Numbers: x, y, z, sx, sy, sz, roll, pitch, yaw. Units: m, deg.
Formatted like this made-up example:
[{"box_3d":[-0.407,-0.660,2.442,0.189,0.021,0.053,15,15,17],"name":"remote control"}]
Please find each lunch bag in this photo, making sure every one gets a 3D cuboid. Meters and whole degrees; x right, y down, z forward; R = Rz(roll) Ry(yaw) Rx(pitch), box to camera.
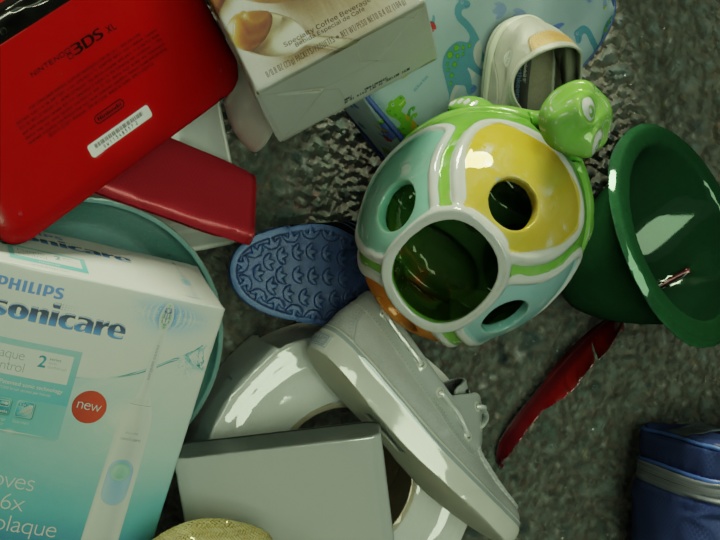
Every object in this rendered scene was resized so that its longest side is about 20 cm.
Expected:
[{"box_3d":[0.308,0.174,1.085,0.199,0.136,0.133,6,93,-19],"name":"lunch bag"},{"box_3d":[0.070,-0.168,0.989,0.200,0.082,0.161,-50,127,-8],"name":"lunch bag"}]

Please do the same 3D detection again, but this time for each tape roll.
[{"box_3d":[-0.022,0.137,1.011,0.201,0.071,0.204,-2,96,-17],"name":"tape roll"}]

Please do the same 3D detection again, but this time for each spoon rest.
[{"box_3d":[-0.052,-0.177,0.968,0.060,0.099,0.201,9,81,-16],"name":"spoon rest"}]

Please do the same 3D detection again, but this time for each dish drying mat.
[{"box_3d":[-0.160,-0.072,0.924,0.199,0.077,0.018,19,130,-18],"name":"dish drying mat"}]

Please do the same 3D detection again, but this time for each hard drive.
[{"box_3d":[-0.041,0.200,0.946,0.131,0.026,0.201,-7,109,1],"name":"hard drive"}]

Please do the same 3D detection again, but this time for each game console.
[{"box_3d":[-0.205,-0.136,0.891,0.200,0.118,0.173,-41,115,-30],"name":"game console"}]

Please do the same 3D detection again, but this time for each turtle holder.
[{"box_3d":[0.082,-0.028,0.884,0.185,0.132,0.142,-17,105,22],"name":"turtle holder"}]

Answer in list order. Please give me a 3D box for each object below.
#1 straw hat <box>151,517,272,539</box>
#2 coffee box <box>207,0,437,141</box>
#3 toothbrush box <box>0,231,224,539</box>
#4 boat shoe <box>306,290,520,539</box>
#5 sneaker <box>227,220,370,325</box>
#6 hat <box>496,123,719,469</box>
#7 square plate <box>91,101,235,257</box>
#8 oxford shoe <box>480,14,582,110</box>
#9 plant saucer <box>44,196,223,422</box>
[{"box_3d":[-0.094,0.196,0.880,0.200,0.201,0.085,-4,67,-17],"name":"straw hat"},{"box_3d":[-0.049,-0.198,0.890,0.114,0.080,0.201,-28,71,0],"name":"coffee box"},{"box_3d":[-0.186,0.085,0.899,0.146,0.085,0.201,14,103,-23],"name":"toothbrush box"},{"box_3d":[0.048,0.098,0.961,0.200,0.072,0.069,47,74,-12],"name":"boat shoe"},{"box_3d":[0.000,0.000,1.001,0.199,0.078,0.071,-1,91,-19],"name":"sneaker"},{"box_3d":[0.166,0.005,1.089,0.166,0.176,0.200,56,40,-12],"name":"hat"},{"box_3d":[-0.189,-0.098,0.959,0.199,0.028,0.199,-12,98,-17],"name":"square plate"},{"box_3d":[0.113,-0.066,0.961,0.075,0.058,0.201,-7,106,-31],"name":"oxford shoe"},{"box_3d":[-0.190,0.044,0.949,0.199,0.036,0.201,-6,111,-16],"name":"plant saucer"}]
